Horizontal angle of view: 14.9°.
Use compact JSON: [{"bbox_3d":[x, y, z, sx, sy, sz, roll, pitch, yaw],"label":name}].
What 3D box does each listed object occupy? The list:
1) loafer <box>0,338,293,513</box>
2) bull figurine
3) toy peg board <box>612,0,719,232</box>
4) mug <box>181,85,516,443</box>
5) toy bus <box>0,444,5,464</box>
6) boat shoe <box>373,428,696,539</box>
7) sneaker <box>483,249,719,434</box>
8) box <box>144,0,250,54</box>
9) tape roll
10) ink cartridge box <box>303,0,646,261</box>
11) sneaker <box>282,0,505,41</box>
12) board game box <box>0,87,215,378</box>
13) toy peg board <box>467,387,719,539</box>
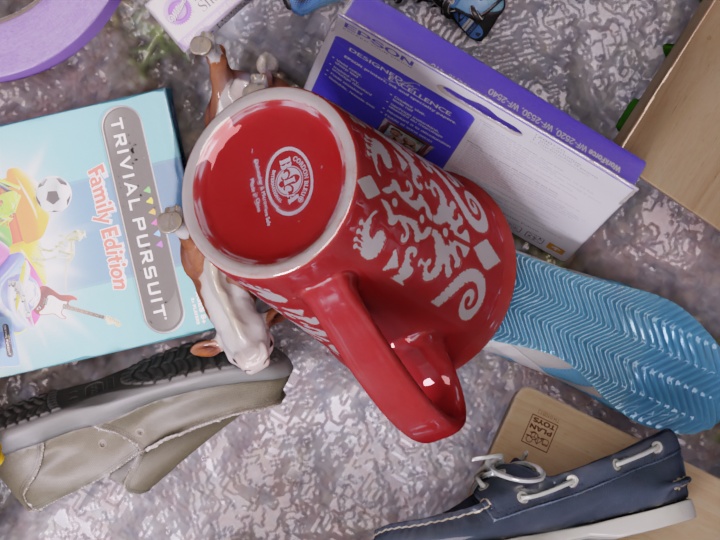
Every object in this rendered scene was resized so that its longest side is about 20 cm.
[{"bbox_3d":[-0.133,0.096,1.695,0.199,0.075,0.070,-16,104,5],"label":"loafer"},{"bbox_3d":[-0.076,-0.042,1.641,0.065,0.122,0.201,0,66,9],"label":"bull figurine"},{"bbox_3d":[0.270,-0.107,1.678,0.199,0.098,0.201,32,93,-17],"label":"toy peg board"},{"bbox_3d":[0.006,-0.010,1.547,0.177,0.200,0.134,41,94,29],"label":"mug"},{"bbox_3d":[-0.281,0.114,1.632,0.192,0.136,0.200,-41,93,24],"label":"toy bus"},{"bbox_3d":[0.098,0.134,1.601,0.199,0.075,0.062,-10,83,-10],"label":"boat shoe"},{"bbox_3d":[0.135,0.035,1.679,0.199,0.081,0.077,26,91,-2],"label":"sneaker"},{"bbox_3d":[-0.045,-0.213,1.690,0.200,0.039,0.041,-41,90,2],"label":"box"},{"bbox_3d":[-0.235,-0.215,1.679,0.199,0.066,0.202,0,93,1],"label":"tape roll"},{"bbox_3d":[0.066,-0.088,1.615,0.197,0.200,0.044,31,77,-1],"label":"ink cartridge box"},{"bbox_3d":[0.050,-0.180,1.673,0.199,0.078,0.091,-13,96,1],"label":"sneaker"},{"bbox_3d":[-0.198,-0.017,1.696,0.199,0.047,0.152,-13,93,1],"label":"board game box"},{"bbox_3d":[0.139,0.208,1.688,0.199,0.098,0.200,26,78,-2],"label":"toy peg board"}]
